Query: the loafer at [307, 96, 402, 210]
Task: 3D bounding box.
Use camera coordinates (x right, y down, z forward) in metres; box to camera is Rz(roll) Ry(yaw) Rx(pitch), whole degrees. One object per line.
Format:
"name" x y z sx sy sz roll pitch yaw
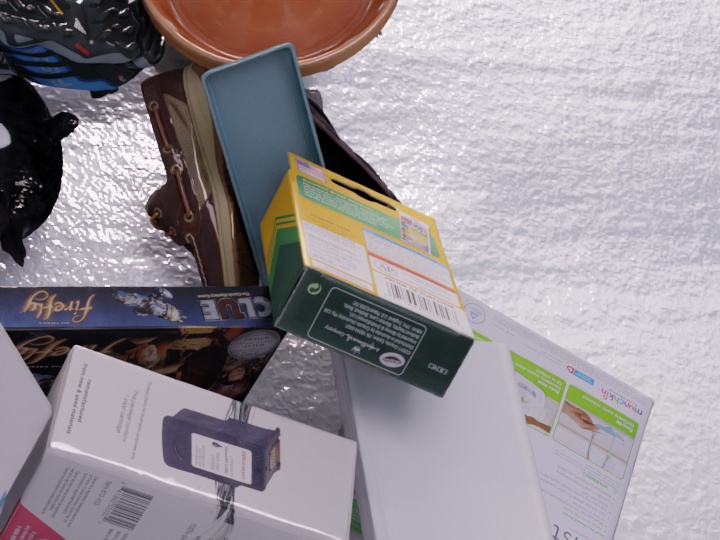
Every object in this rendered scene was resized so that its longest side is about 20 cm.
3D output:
"loafer" -0.007 -0.045 1.547 0.072 0.063 0.201 -39 100 -4

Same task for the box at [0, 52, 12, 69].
"box" -0.333 -0.242 1.528 0.198 0.107 0.150 2 55 -26

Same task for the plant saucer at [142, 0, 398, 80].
"plant saucer" -0.066 -0.224 1.518 0.198 0.032 0.202 1 62 -1

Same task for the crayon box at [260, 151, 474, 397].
"crayon box" 0.000 0.000 1.405 0.125 0.052 0.200 24 20 -15

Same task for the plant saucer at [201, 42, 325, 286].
"plant saucer" -0.060 -0.069 1.488 0.069 0.201 0.019 -20 33 -9

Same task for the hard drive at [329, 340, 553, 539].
"hard drive" 0.057 0.135 1.381 0.131 0.027 0.202 5 53 -22

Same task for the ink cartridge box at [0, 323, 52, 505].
"ink cartridge box" -0.319 0.087 1.213 0.198 0.147 0.147 -3 42 28

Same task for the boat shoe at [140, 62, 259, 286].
"boat shoe" -0.122 -0.050 1.513 0.071 0.072 0.202 -11 88 11

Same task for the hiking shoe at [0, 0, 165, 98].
"hiking shoe" -0.238 -0.168 1.474 0.199 0.087 0.075 18 49 -34

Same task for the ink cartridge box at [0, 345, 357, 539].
"ink cartridge box" -0.119 0.148 1.330 0.198 0.145 0.085 20 50 -13

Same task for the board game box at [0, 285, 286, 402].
"board game box" -0.162 0.060 1.379 0.198 0.136 0.035 0 57 -26

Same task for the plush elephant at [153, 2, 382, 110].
"plush elephant" -0.086 -0.182 1.599 0.154 0.165 0.200 -39 38 -5

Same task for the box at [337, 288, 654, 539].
"box" 0.090 0.130 1.482 0.199 0.097 0.177 29 49 -6

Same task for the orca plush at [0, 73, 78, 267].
"orca plush" -0.235 -0.092 1.451 0.105 0.071 0.200 48 14 -19
